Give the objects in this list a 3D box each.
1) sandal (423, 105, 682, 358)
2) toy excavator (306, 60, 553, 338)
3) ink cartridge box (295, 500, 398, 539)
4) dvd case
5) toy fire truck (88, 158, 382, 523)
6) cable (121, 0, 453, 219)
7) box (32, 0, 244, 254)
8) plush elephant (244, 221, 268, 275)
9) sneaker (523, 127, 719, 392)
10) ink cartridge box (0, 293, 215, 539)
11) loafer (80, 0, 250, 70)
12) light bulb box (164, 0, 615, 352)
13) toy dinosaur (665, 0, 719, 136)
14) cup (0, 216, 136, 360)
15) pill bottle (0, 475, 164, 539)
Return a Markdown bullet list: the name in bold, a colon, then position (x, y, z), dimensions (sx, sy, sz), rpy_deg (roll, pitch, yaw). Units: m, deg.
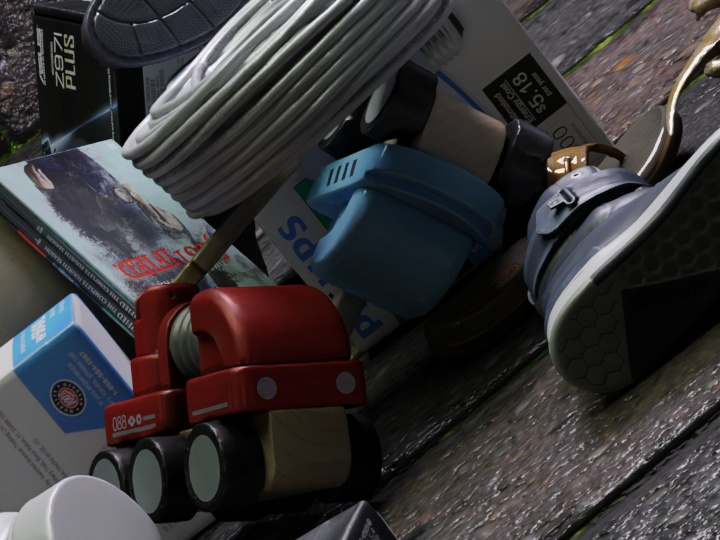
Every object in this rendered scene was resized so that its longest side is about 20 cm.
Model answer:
- **sandal**: position (0.104, -0.031, 1.640), dimensions (0.200, 0.055, 0.082), rpy_deg (-41, 13, -11)
- **toy excavator**: position (0.000, 0.000, 1.643), dimensions (0.200, 0.100, 0.194), rpy_deg (-67, 16, -15)
- **ink cartridge box**: position (-0.083, 0.208, 1.350), dimensions (0.200, 0.047, 0.198), rpy_deg (-31, 15, 23)
- **dvd case**: position (-0.123, -0.003, 1.782), dimensions (0.022, 0.200, 0.146), rpy_deg (-55, -17, 25)
- **toy fire truck**: position (-0.063, 0.031, 1.564), dimensions (0.129, 0.200, 0.176), rpy_deg (-2, -8, -31)
- **cable**: position (-0.040, -0.112, 1.609), dimensions (0.200, 0.069, 0.200), rpy_deg (-31, 16, 47)
- **box**: position (-0.151, -0.081, 1.975), dimensions (0.086, 0.200, 0.164), rpy_deg (-8, 12, -24)
- **plush elephant**: position (-0.034, -0.086, 2.015), dimensions (0.165, 0.200, 0.155), rpy_deg (-37, 29, -30)
- **sneaker**: position (0.164, -0.037, 1.442), dimensions (0.202, 0.077, 0.146), rpy_deg (-38, 15, 7)
- **ink cartridge box**: position (-0.200, 0.134, 1.694), dimensions (0.200, 0.146, 0.084), rpy_deg (-37, 15, 3)
- **loafer**: position (-0.100, -0.184, 1.836), dimensions (0.200, 0.072, 0.063), rpy_deg (-42, 4, -26)
- **light bulb box**: position (0.016, -0.093, 1.778), dimensions (0.200, 0.198, 0.125), rpy_deg (-38, 11, 5)
- **toy dinosaur**: position (0.223, -0.147, 1.681), dimensions (0.200, 0.058, 0.101), rpy_deg (-36, 4, -17)
- **cup**: position (-0.196, 0.049, 1.815), dimensions (0.143, 0.200, 0.200), rpy_deg (3, 12, -5)
- **pill bottle**: position (-0.196, 0.197, 1.519), dimensions (0.200, 0.114, 0.114), rpy_deg (-35, 13, 25)
